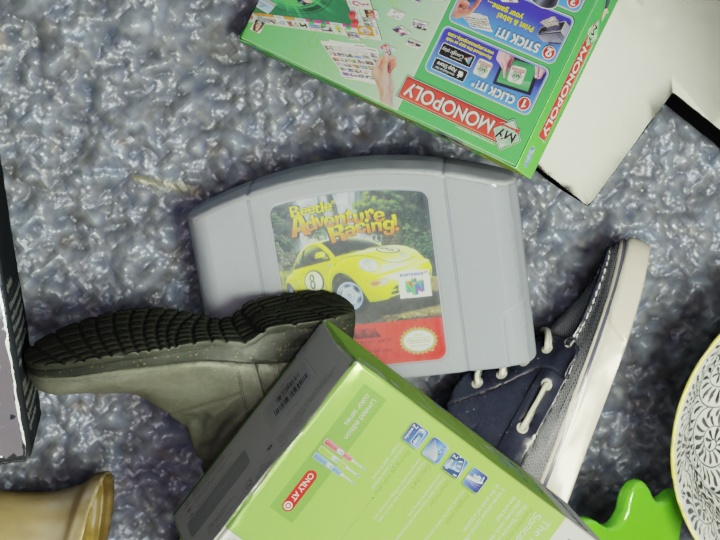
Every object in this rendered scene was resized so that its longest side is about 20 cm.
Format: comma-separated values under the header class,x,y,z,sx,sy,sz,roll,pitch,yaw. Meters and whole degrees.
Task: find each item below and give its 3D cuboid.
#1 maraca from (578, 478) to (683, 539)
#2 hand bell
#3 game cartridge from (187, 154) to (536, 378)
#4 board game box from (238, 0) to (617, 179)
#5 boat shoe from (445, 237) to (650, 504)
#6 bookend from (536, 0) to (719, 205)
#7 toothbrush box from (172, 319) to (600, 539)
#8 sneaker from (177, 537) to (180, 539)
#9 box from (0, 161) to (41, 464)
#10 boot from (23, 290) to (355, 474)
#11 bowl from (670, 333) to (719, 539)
class,x,y,z,sx,sy,sz,roll,pitch,yaw
maraca,0.171,0.225,1.090,0.137,0.106,0.202,-31,119,-30
hand bell,-0.256,0.150,1.048,0.198,0.104,0.105,12,97,2
game cartridge,0.000,0.000,1.045,0.198,0.041,0.135,-7,106,8
board game box,0.040,-0.153,0.998,0.199,0.029,0.136,28,93,26
boat shoe,0.108,0.064,1.085,0.092,0.075,0.202,20,84,6
bookend,0.175,-0.111,1.053,0.199,0.092,0.200,35,94,-13
toothbrush box,0.018,0.150,0.985,0.199,0.086,0.146,37,93,-19
sneaker,-0.092,0.197,1.061,0.070,0.099,0.201,36,91,-10
box,-0.295,0.015,0.995,0.194,0.117,0.202,-9,99,-6
boot,-0.090,0.090,1.014,0.198,0.068,0.132,-6,110,-11
bowl,0.276,0.098,1.099,0.198,0.094,0.203,-1,98,-8
